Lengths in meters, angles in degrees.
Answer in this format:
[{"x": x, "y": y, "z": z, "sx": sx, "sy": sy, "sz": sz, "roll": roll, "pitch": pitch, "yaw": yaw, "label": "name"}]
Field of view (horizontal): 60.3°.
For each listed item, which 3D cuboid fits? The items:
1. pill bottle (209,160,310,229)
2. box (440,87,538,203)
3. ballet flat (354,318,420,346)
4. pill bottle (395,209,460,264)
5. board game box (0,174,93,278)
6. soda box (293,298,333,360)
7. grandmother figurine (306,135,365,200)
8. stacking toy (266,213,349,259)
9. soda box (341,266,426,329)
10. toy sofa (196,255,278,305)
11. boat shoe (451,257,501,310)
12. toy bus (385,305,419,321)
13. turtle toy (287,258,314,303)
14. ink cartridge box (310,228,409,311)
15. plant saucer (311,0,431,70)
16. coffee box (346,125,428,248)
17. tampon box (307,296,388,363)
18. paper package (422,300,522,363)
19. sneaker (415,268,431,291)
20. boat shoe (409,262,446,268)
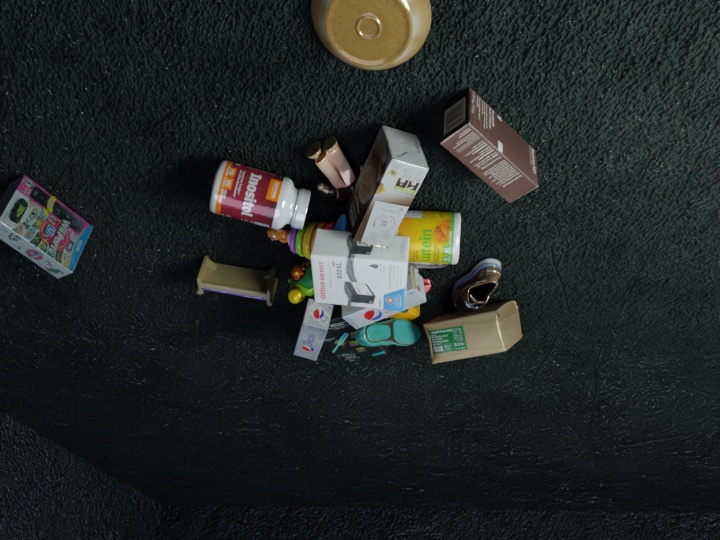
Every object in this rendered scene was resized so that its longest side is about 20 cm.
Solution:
[{"x": -0.209, "y": -0.153, "z": 1.309, "sx": 0.197, "sy": 0.114, "sz": 0.113, "roll": 14, "pitch": 143, "yaw": -8, "label": "pill bottle"}, {"x": 0.237, "y": -0.225, "z": 1.134, "sx": 0.199, "sy": 0.101, "sz": 0.074, "roll": 33, "pitch": 137, "yaw": -30, "label": "box"}, {"x": 0.063, "y": 0.157, "z": 1.560, "sx": 0.198, "sy": 0.069, "sz": 0.070, "roll": 4, "pitch": 169, "yaw": -42, "label": "ballet flat"}, {"x": 0.116, "y": -0.074, "z": 1.347, "sx": 0.196, "sy": 0.112, "sz": 0.112, "roll": 3, "pitch": 143, "yaw": 7, "label": "pill bottle"}, {"x": -0.750, "y": -0.101, "z": 1.460, "sx": 0.063, "sy": 0.149, "sz": 0.200, "roll": -16, "pitch": 137, "yaw": 26, "label": "board game box"}, {"x": -0.116, "y": 0.145, "z": 1.498, "sx": 0.062, "sy": 0.069, "sz": 0.201, "roll": 15, "pitch": 150, "yaw": -5, "label": "soda box"}, {"x": -0.034, "y": -0.182, "z": 1.284, "sx": 0.120, "sy": 0.061, "sz": 0.200, "roll": -7, "pitch": 139, "yaw": 34, "label": "grandmother figurine"}, {"x": -0.126, "y": -0.071, "z": 1.427, "sx": 0.197, "sy": 0.117, "sz": 0.111, "roll": 11, "pitch": 143, "yaw": 17, "label": "stacking toy"}, {"x": 0.052, "y": 0.065, "z": 1.454, "sx": 0.198, "sy": 0.069, "sz": 0.064, "roll": -23, "pitch": 138, "yaw": 24, "label": "soda box"}, {"x": -0.317, "y": 0.035, "z": 1.605, "sx": 0.197, "sy": 0.084, "sz": 0.098, "roll": 9, "pitch": 142, "yaw": -1, "label": "toy sofa"}, {"x": 0.276, "y": 0.051, "z": 1.512, "sx": 0.071, "sy": 0.073, "sz": 0.201, "roll": 14, "pitch": 144, "yaw": -9, "label": "boat shoe"}, {"x": 0.064, "y": 0.065, "z": 1.567, "sx": 0.065, "sy": 0.079, "sz": 0.199, "roll": -31, "pitch": 128, "yaw": 34, "label": "toy bus"}, {"x": -0.085, "y": 0.012, "z": 1.499, "sx": 0.197, "sy": 0.146, "sz": 0.103, "roll": -3, "pitch": 102, "yaw": 15, "label": "turtle toy"}, {"x": 0.000, "y": 0.000, "z": 1.304, "sx": 0.196, "sy": 0.084, "sz": 0.146, "roll": 5, "pitch": 136, "yaw": 6, "label": "ink cartridge box"}, {"x": 0.015, "y": -0.401, "z": 1.001, "sx": 0.197, "sy": 0.036, "sz": 0.202, "roll": 5, "pitch": 143, "yaw": 4, "label": "plant saucer"}, {"x": 0.047, "y": -0.159, "z": 1.206, "sx": 0.079, "sy": 0.115, "sz": 0.201, "roll": 10, "pitch": 131, "yaw": -20, "label": "coffee box"}, {"x": -0.031, "y": 0.133, "z": 1.638, "sx": 0.148, "sy": 0.128, "sz": 0.200, "roll": -14, "pitch": 137, "yaw": 30, "label": "tampon box"}, {"x": 0.283, "y": 0.151, "z": 1.548, "sx": 0.197, "sy": 0.105, "sz": 0.190, "roll": -13, "pitch": 179, "yaw": 27, "label": "paper package"}, {"x": 0.095, "y": 0.007, "z": 1.512, "sx": 0.086, "sy": 0.074, "sz": 0.199, "roll": -36, "pitch": 130, "yaw": 27, "label": "sneaker"}, {"x": 0.115, "y": -0.035, "z": 1.435, "sx": 0.196, "sy": 0.073, "sz": 0.065, "roll": 3, "pitch": 139, "yaw": -2, "label": "boat shoe"}]
